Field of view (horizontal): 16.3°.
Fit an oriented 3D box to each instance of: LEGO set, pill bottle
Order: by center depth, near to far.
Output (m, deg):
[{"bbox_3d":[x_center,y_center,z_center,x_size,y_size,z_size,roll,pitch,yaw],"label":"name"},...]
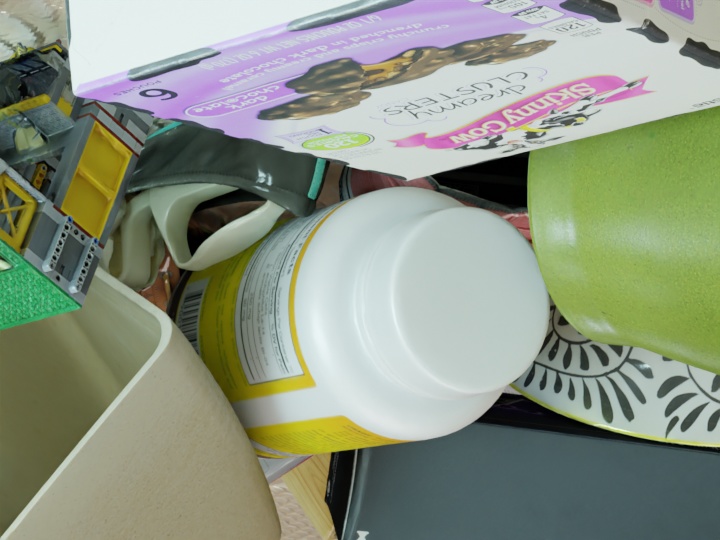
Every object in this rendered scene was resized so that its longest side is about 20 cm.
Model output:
[{"bbox_3d":[-0.178,-0.052,0.980,0.154,0.116,0.200,36,143,-27],"label":"LEGO set"},{"bbox_3d":[-0.002,0.024,1.114,0.109,0.109,0.200,1,173,-29],"label":"pill bottle"}]

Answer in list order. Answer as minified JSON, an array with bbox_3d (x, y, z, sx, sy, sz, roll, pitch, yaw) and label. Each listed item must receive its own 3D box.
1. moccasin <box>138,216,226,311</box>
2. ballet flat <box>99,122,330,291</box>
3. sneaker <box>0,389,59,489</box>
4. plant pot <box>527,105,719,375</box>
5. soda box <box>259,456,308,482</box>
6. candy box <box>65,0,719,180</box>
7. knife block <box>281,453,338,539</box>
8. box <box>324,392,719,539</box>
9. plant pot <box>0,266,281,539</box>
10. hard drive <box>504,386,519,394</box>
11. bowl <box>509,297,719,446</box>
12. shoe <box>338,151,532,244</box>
[{"bbox_3d":[-0.087,0.005,1.323,0.078,0.074,0.201,0,161,14],"label":"moccasin"},{"bbox_3d":[-0.095,-0.031,1.129,0.200,0.069,0.068,-15,163,40],"label":"ballet flat"},{"bbox_3d":[-0.242,0.069,1.240,0.146,0.077,0.202,-32,118,10],"label":"sneaker"},{"bbox_3d":[0.177,-0.033,1.004,0.193,0.201,0.200,1,174,36],"label":"plant pot"},{"bbox_3d":[-0.057,0.080,1.368,0.064,0.068,0.200,-33,176,3],"label":"soda box"},{"bbox_3d":[0.026,-0.094,0.865,0.168,0.072,0.200,-13,166,33],"label":"candy box"},{"bbox_3d":[-0.007,0.129,1.589,0.064,0.176,0.200,-10,-173,-38],"label":"knife block"},{"bbox_3d":[0.088,0.108,1.281,0.200,0.079,0.141,7,-173,-5],"label":"box"},{"bbox_3d":[-0.156,0.101,1.123,0.200,0.200,0.177,33,171,41],"label":"plant pot"},{"bbox_3d":[0.049,0.050,1.426,0.200,0.025,0.132,16,161,26],"label":"hard drive"},{"bbox_3d":[0.167,0.007,1.295,0.200,0.094,0.201,5,-160,-2],"label":"bowl"},{"bbox_3d":[0.096,-0.039,1.168,0.200,0.072,0.091,3,171,-19],"label":"shoe"}]
